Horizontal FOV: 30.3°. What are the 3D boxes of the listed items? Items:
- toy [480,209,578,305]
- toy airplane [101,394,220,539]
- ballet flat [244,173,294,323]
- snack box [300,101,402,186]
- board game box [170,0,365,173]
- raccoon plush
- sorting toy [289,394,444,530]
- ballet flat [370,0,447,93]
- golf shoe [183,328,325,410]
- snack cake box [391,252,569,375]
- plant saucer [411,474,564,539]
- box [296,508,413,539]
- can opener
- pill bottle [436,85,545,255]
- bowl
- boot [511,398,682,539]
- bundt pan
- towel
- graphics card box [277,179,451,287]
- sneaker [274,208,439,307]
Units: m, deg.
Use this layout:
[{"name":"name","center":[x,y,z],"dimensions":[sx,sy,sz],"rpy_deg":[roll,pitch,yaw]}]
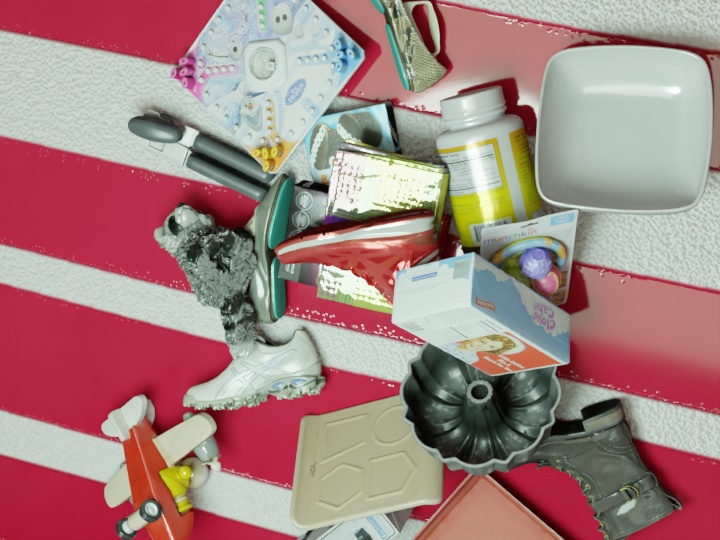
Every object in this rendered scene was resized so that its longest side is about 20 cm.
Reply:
[{"name":"toy","center":[0.202,0.011,1.582],"dimensions":[0.114,0.200,0.047],"rpy_deg":[-12,59,-4]},{"name":"toy airplane","center":[-0.273,0.266,1.822],"dimensions":[0.199,0.141,0.200],"rpy_deg":[21,99,48]},{"name":"ballet flat","center":[-0.128,-0.029,1.734],"dimensions":[0.063,0.067,0.201],"rpy_deg":[10,105,20]},{"name":"snack box","center":[0.001,-0.105,1.694],"dimensions":[0.115,0.037,0.201],"rpy_deg":[-9,100,18]},{"name":"board game box","center":[-0.123,-0.260,1.678],"dimensions":[0.200,0.026,0.200],"rpy_deg":[45,111,14]},{"name":"raccoon plush","center":[-0.209,0.011,1.734],"dimensions":[0.134,0.096,0.201],"rpy_deg":[18,112,52]},{"name":"sorting toy","center":[0.013,0.245,1.712],"dimensions":[0.199,0.186,0.037],"rpy_deg":[-12,131,16]},{"name":"ballet flat","center":[0.049,-0.318,1.625],"dimensions":[0.075,0.068,0.201],"rpy_deg":[-28,100,-2]},{"name":"golf shoe","center":[-0.147,0.134,1.786],"dimensions":[0.199,0.078,0.098],"rpy_deg":[-12,82,12]},{"name":"snack cake box","center":[0.143,0.055,1.545],"dimensions":[0.115,0.200,0.068],"rpy_deg":[-15,58,38]},{"name":"plant saucer","center":[0.173,0.386,1.764],"dimensions":[0.199,0.037,0.200],"rpy_deg":[40,110,3]},{"name":"box","center":[-0.025,0.359,1.770],"dimensions":[0.200,0.117,0.060],"rpy_deg":[-41,90,21]},{"name":"can opener","center":[-0.210,-0.148,1.727],"dimensions":[0.199,0.067,0.054],"rpy_deg":[26,109,9]},{"name":"pill bottle","center":[0.156,-0.117,1.611],"dimensions":[0.109,0.109,0.201],"rpy_deg":[-11,100,18]},{"name":"bowl","center":[0.308,-0.157,1.553],"dimensions":[0.199,0.075,0.201],"rpy_deg":[4,79,14]},{"name":"boot","center":[0.287,0.271,1.689],"dimensions":[0.199,0.069,0.175],"rpy_deg":[-23,98,20]},{"name":"bundt pan","center":[0.152,0.166,1.656],"dimensions":[0.200,0.076,0.203],"rpy_deg":[-5,58,9]},{"name":"towel","center":[0.025,-0.050,1.618],"dimensions":[0.143,0.023,0.201],"rpy_deg":[12,106,10]},{"name":"graphics card box","center":[0.004,-0.030,1.665],"dimensions":[0.199,0.051,0.126],"rpy_deg":[15,107,11]},{"name":"sneaker","center":[0.000,0.000,1.584],"dimensions":[0.199,0.078,0.116],"rpy_deg":[-9,100,17]}]
